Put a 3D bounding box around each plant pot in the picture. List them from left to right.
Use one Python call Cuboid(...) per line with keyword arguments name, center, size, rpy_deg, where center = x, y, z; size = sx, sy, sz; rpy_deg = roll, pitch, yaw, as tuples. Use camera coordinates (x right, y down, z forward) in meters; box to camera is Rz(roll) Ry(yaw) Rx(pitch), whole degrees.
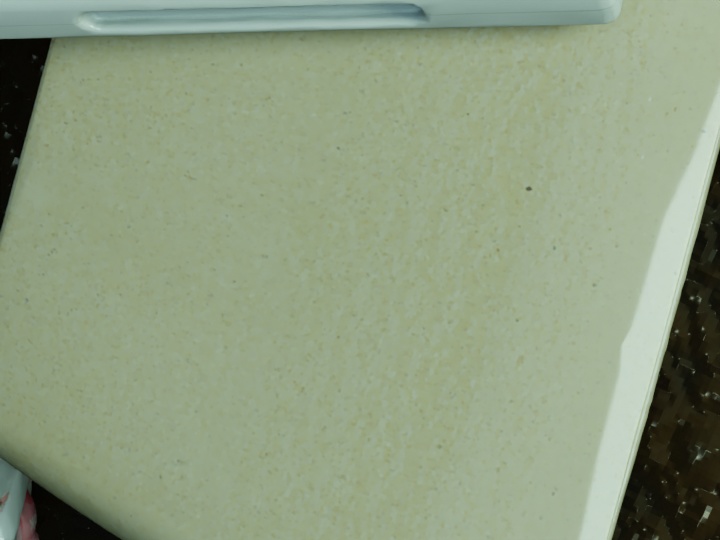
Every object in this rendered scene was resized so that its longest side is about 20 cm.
Cuboid(name="plant pot", center=(0.000, 0.000, 0.749), size=(0.177, 0.200, 0.200), rpy_deg=(15, 93, 7))

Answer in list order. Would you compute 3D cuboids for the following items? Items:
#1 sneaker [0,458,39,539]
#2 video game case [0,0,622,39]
Cuboid(name="sneaker", center=(-0.133, 0.029, 0.790), size=(0.104, 0.075, 0.201), rpy_deg=(19, 104, -2))
Cuboid(name="video game case", center=(-0.015, -0.150, 0.691), size=(0.182, 0.022, 0.200), rpy_deg=(0, 64, 16))
